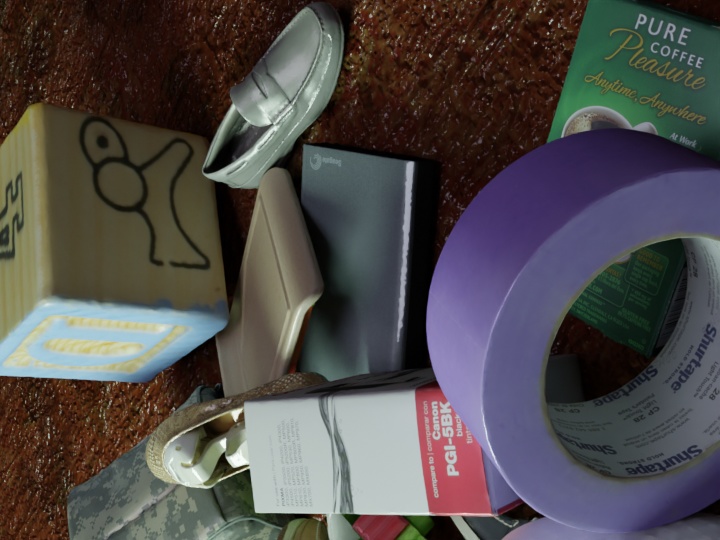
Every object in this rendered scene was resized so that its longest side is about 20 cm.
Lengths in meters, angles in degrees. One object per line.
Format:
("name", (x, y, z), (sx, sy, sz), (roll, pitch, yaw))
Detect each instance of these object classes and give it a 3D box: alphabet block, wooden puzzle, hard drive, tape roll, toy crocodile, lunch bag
("alphabet block", (-0.260, -0.017, 1.006), (0.196, 0.194, 0.202), (-32, 59, 44))
("wooden puzzle", (-0.080, 0.038, 0.912), (0.186, 0.037, 0.201), (-110, 35, -48))
("hard drive", (0.000, 0.000, 0.855), (0.139, 0.033, 0.202), (16, 107, 47))
("tape roll", (0.141, 0.031, 0.550), (0.085, 0.198, 0.202), (-127, 44, -63))
("toy crocodile", (0.000, 0.188, 0.837), (0.200, 0.067, 0.062), (44, 170, 35))
("lunch bag", (-0.172, 0.223, 0.967), (0.200, 0.139, 0.168), (-38, 59, 9))

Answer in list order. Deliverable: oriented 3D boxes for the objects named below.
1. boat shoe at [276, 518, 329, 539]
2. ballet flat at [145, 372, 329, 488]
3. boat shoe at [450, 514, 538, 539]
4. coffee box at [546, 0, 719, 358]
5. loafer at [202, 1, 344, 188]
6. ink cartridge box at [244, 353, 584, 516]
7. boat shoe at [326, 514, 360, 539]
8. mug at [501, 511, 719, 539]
("boat shoe", (-0.024, 0.251, 0.773), (0.200, 0.076, 0.072), (-93, -19, -68))
("ballet flat", (-0.109, 0.139, 0.834), (0.199, 0.065, 0.071), (-29, 107, 25))
("boat shoe", (0.133, 0.211, 0.728), (0.063, 0.073, 0.200), (-43, 46, -6))
("coffee box", (0.173, -0.061, 0.640), (0.123, 0.044, 0.202), (31, 118, 40))
("loafer", (-0.078, -0.147, 0.896), (0.070, 0.069, 0.201), (56, 132, 29))
("ink cartridge box", (0.038, 0.114, 0.715), (0.199, 0.146, 0.084), (-10, 87, 37))
("boat shoe", (0.005, 0.276, 0.856), (0.071, 0.069, 0.201), (-38, 66, 44))
("mug", (0.170, 0.188, 0.594), (0.174, 0.148, 0.201), (2, 54, 33))
